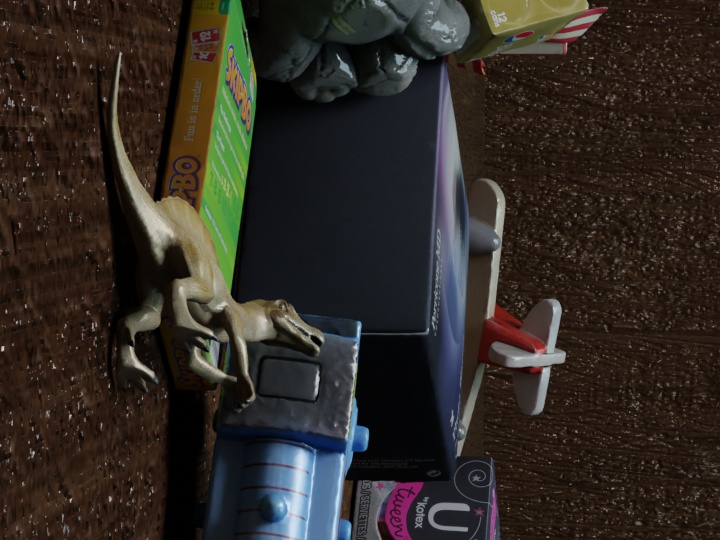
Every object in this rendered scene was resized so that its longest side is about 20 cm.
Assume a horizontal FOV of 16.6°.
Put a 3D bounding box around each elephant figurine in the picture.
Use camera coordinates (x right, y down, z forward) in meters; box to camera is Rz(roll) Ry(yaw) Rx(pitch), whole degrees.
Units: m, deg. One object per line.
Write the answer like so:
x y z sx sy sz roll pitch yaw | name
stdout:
-0.019 -0.210 1.436 0.141 0.155 0.200 13 59 -39 | elephant figurine

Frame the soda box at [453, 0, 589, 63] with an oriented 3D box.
0.065 -0.229 1.463 0.200 0.068 0.064 72 -21 5 | soda box

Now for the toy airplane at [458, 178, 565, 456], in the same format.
0.078 0.051 2.087 0.199 0.141 0.200 -49 -137 48 | toy airplane

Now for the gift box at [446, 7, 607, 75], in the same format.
0.110 -0.288 2.113 0.185 0.199 0.187 67 25 -61 | gift box

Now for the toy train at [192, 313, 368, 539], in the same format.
-0.044 0.119 1.259 0.114 0.086 0.200 93 4 -67 | toy train

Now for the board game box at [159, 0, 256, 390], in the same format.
-0.078 -0.048 1.257 0.096 0.030 0.200 82 14 -55 | board game box

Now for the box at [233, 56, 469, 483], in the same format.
0.000 0.000 1.515 0.199 0.123 0.200 76 16 -60 | box

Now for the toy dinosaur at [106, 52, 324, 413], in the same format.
-0.085 0.002 1.125 0.200 0.058 0.101 53 29 -43 | toy dinosaur

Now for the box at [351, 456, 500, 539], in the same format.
0.051 0.263 1.969 0.132 0.114 0.200 83 10 -49 | box
